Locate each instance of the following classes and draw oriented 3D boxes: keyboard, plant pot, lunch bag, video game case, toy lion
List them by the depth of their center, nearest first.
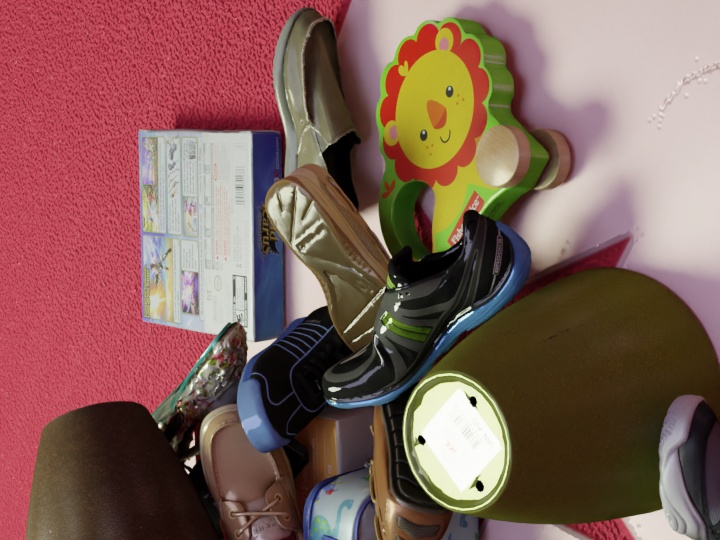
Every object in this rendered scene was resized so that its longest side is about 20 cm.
[{"bbox_3d":[0.126,0.100,0.861,0.185,0.198,0.190,6,98,42],"label":"plant pot"},{"bbox_3d":[0.069,-0.094,1.000,0.192,0.068,0.202,51,127,36],"label":"toy lion"},{"bbox_3d":[-0.199,0.218,1.003,0.186,0.185,0.203,-37,61,40],"label":"plant pot"},{"bbox_3d":[0.025,0.261,1.011,0.082,0.159,0.203,3,98,45],"label":"lunch bag"},{"bbox_3d":[-0.139,0.181,1.087,0.126,0.021,0.200,35,126,-7],"label":"keyboard"},{"bbox_3d":[-0.152,-0.040,1.228,0.180,0.045,0.203,7,100,43],"label":"video game case"}]

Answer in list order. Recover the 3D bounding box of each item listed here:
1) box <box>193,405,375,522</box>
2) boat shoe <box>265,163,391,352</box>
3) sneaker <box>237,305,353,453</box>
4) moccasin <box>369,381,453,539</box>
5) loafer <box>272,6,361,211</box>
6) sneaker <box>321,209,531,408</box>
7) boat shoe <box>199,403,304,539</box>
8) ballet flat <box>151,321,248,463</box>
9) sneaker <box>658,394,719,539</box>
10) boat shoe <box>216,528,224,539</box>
[{"bbox_3d":[-0.056,0.176,1.124,0.198,0.097,0.127,3,98,44],"label":"box"},{"bbox_3d":[0.000,0.000,1.019,0.072,0.065,0.201,-33,95,36],"label":"boat shoe"},{"bbox_3d":[-0.039,0.079,1.035,0.077,0.200,0.071,-23,107,24],"label":"sneaker"},{"bbox_3d":[0.041,0.151,0.934,0.202,0.073,0.079,-96,20,-62],"label":"moccasin"},{"bbox_3d":[-0.029,-0.132,1.087,0.069,0.075,0.203,2,101,32],"label":"loafer"},{"bbox_3d":[0.040,0.029,0.930,0.083,0.071,0.199,41,112,-14],"label":"sneaker"},{"bbox_3d":[-0.079,0.208,1.006,0.069,0.073,0.203,-133,23,-70],"label":"boat shoe"},{"bbox_3d":[-0.141,0.120,1.099,0.064,0.076,0.200,41,130,-2],"label":"ballet flat"},{"bbox_3d":[0.272,0.170,0.802,0.113,0.075,0.202,-7,110,38],"label":"sneaker"},{"bbox_3d":[-0.072,0.298,1.104,0.076,0.197,0.072,113,170,-45],"label":"boat shoe"}]
